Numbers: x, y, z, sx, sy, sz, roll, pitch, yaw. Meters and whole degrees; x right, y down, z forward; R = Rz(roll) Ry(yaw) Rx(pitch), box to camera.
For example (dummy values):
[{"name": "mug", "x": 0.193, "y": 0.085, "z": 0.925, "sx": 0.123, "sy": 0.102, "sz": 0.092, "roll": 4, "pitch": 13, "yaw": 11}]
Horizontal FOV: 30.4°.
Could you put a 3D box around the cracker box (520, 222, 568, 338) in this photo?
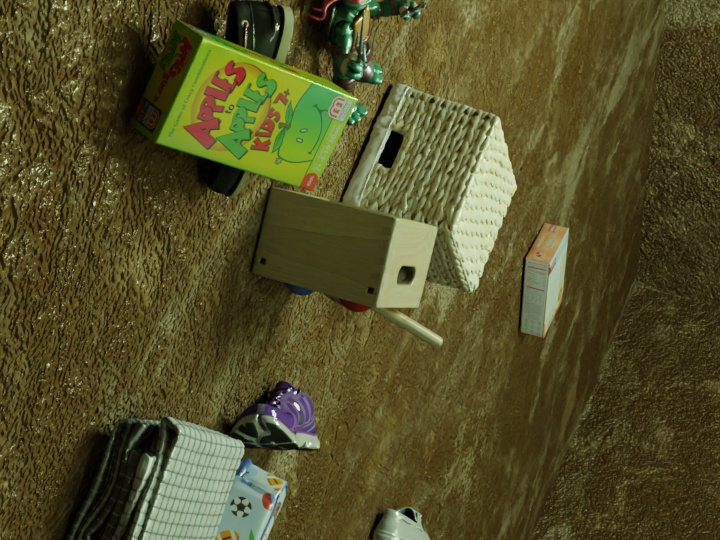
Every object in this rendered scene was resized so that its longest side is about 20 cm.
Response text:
[{"name": "cracker box", "x": 0.383, "y": 0.021, "z": 2.761, "sx": 0.134, "sy": 0.057, "sz": 0.201, "roll": -54, "pitch": 152, "yaw": -46}]

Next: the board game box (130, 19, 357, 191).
[{"name": "board game box", "x": -0.103, "y": -0.147, "z": 1.217, "sx": 0.199, "sy": 0.048, "sz": 0.102, "roll": 14, "pitch": 108, "yaw": -47}]

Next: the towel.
[{"name": "towel", "x": -0.209, "y": 0.239, "z": 1.300, "sx": 0.166, "sy": 0.085, "sz": 0.201, "roll": 31, "pitch": 77, "yaw": -68}]

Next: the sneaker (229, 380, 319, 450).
[{"name": "sneaker", "x": -0.102, "y": 0.172, "z": 1.580, "sx": 0.200, "sy": 0.080, "sz": 0.084, "roll": 37, "pitch": 52, "yaw": -76}]

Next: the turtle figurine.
[{"name": "turtle figurine", "x": 0.001, "y": -0.263, "z": 1.485, "sx": 0.150, "sy": 0.100, "sz": 0.200, "roll": -47, "pitch": 164, "yaw": -27}]

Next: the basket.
[{"name": "basket", "x": 0.096, "y": -0.106, "z": 1.761, "sx": 0.199, "sy": 0.160, "sz": 0.200, "roll": -66, "pitch": 157, "yaw": -21}]

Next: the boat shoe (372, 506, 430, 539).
[{"name": "boat shoe", "x": 0.075, "y": 0.432, "z": 2.223, "sx": 0.200, "sy": 0.072, "sz": 0.069, "roll": 30, "pitch": 76, "yaw": -60}]

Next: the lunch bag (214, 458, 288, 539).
[{"name": "lunch bag", "x": -0.157, "y": 0.319, "z": 1.465, "sx": 0.200, "sy": 0.075, "sz": 0.160, "roll": -58, "pitch": 178, "yaw": -35}]

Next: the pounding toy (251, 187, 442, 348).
[{"name": "pounding toy", "x": 0.000, "y": 0.000, "z": 1.537, "sx": 0.200, "sy": 0.183, "sz": 0.143, "roll": 6, "pitch": 98, "yaw": -70}]

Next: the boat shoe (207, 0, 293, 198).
[{"name": "boat shoe", "x": -0.121, "y": -0.166, "z": 1.286, "sx": 0.074, "sy": 0.063, "sz": 0.202, "roll": -120, "pitch": -139, "yaw": -54}]
